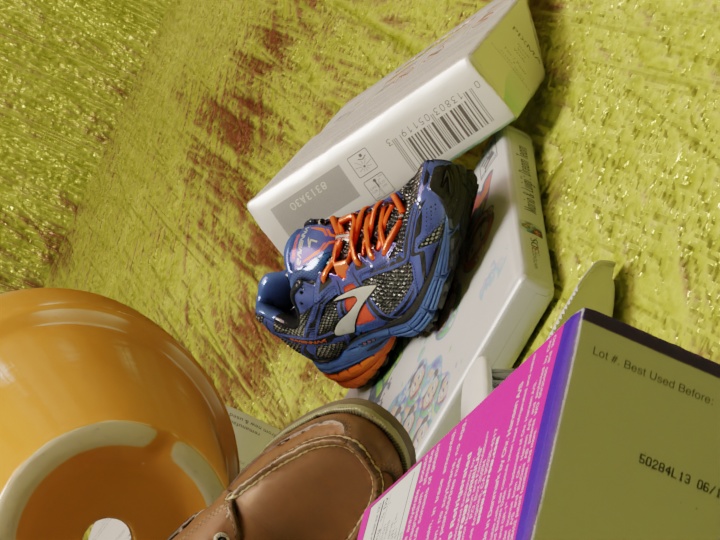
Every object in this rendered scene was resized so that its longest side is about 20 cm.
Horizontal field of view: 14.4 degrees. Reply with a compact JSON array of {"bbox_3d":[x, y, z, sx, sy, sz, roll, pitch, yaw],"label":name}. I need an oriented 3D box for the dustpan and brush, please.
[{"bbox_3d":[0.056,0.089,1.242,0.140,0.057,0.200,-58,15,35],"label":"dustpan and brush"}]

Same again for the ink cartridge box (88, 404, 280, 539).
[{"bbox_3d":[-0.124,0.196,1.757,0.146,0.085,0.200,-51,17,51],"label":"ink cartridge box"}]

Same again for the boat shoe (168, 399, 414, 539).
[{"bbox_3d":[-0.050,0.136,1.296,0.200,0.072,0.068,-47,-5,36],"label":"boat shoe"}]

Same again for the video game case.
[{"bbox_3d":[0.040,0.044,1.480,0.200,0.024,0.182,-61,13,24],"label":"video game case"}]

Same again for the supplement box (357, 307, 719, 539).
[{"bbox_3d":[0.071,0.112,1.037,0.200,0.101,0.103,131,158,-57],"label":"supplement box"}]

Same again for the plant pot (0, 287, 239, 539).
[{"bbox_3d":[-0.146,0.119,1.461,0.200,0.200,0.183,-66,19,0],"label":"plant pot"}]

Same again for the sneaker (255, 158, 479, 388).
[{"bbox_3d":[0.000,0.000,1.493,0.200,0.078,0.075,129,159,-53],"label":"sneaker"}]

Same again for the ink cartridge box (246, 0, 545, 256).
[{"bbox_3d":[0.035,-0.091,1.607,0.161,0.050,0.200,-33,6,24],"label":"ink cartridge box"}]
